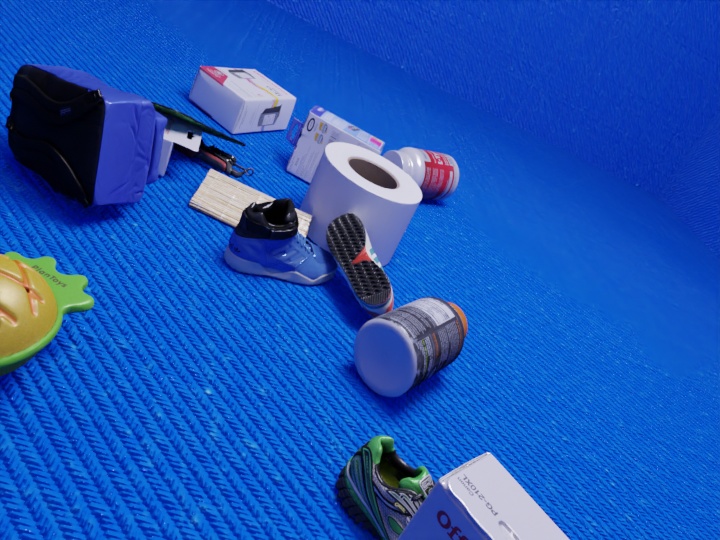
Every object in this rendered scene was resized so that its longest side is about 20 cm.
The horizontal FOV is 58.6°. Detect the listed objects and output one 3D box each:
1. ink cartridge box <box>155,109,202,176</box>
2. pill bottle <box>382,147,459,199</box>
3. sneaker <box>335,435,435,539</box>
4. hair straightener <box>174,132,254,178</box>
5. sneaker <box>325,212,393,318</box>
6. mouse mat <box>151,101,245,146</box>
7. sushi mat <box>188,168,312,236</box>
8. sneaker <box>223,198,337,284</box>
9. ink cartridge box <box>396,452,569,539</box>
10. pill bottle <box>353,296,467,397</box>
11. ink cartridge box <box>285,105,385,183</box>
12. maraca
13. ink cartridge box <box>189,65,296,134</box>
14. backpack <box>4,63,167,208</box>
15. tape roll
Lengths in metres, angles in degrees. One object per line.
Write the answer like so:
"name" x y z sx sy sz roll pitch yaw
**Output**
"ink cartridge box" -0.373 -0.229 1.081 0.195 0.069 0.117 19 27 -19
"pill bottle" 0.137 -0.232 1.531 0.197 0.114 0.113 -1 38 -44
"sneaker" 0.057 0.257 0.648 0.200 0.086 0.077 43 30 24
"hair straightener" -0.280 -0.227 1.194 0.196 0.042 0.077 26 26 6
"sneaker" 0.001 0.000 1.038 0.069 0.094 0.202 -23 52 -5
"mouse mat" -0.316 -0.271 1.150 0.158 0.008 0.199 23 2 28
"sushi mat" -0.179 -0.099 1.077 0.196 0.012 0.097 25 46 -8
"sneaker" -0.103 -0.049 0.986 0.196 0.113 0.077 9 31 -34
"ink cartridge box" 0.085 0.275 0.514 0.083 0.203 0.145 -6 42 -48
"pill bottle" 0.083 0.100 0.920 0.106 0.108 0.198 40 29 22
"ink cartridge box" -0.065 -0.244 1.330 0.196 0.139 0.077 27 25 -3
"maraca" -0.348 0.034 0.611 0.135 0.109 0.200 30 26 5
"ink cartridge box" -0.261 -0.384 1.438 0.146 0.087 0.199 36 29 15
"backpack" -0.390 -0.192 0.912 0.196 0.167 0.167 23 15 19
"tape roll" -0.002 -0.121 1.177 0.198 0.141 0.204 23 27 -12
